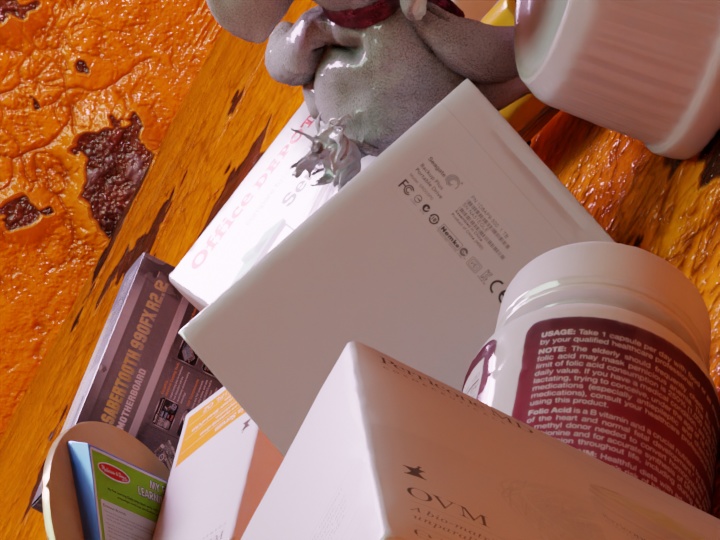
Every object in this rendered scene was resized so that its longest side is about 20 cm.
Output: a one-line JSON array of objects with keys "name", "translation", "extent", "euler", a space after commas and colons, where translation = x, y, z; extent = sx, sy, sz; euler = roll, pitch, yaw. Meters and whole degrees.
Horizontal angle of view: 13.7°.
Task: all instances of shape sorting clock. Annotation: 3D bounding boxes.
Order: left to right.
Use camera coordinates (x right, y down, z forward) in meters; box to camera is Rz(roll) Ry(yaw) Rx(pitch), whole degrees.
[{"name": "shape sorting clock", "translation": [-0.147, 0.193, 1.959], "extent": [0.039, 0.200, 0.201], "euler": [-23, 30, 25]}]

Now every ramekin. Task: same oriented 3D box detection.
[{"name": "ramekin", "translation": [0.144, -0.164, 1.533], "extent": [0.202, 0.094, 0.204], "euler": [-170, 90, -81]}]

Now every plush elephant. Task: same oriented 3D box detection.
[{"name": "plush elephant", "translation": [0.008, -0.151, 1.616], "extent": [0.200, 0.164, 0.156], "euler": [-44, -47, -56]}]

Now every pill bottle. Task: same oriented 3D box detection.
[{"name": "pill bottle", "translation": [0.093, 0.088, 1.259], "extent": [0.114, 0.114, 0.201], "euler": [-54, 14, 40]}]

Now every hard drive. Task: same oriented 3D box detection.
[{"name": "hard drive", "translation": [0.024, 0.016, 1.539], "extent": [0.200, 0.132, 0.027], "euler": [-41, -12, -3]}]

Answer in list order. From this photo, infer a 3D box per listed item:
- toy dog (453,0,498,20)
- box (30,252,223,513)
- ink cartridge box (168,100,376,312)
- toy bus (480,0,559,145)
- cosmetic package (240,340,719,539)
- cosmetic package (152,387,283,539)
[{"name": "toy dog", "translation": [0.103, -0.251, 2.021], "extent": [0.200, 0.139, 0.195], "euler": [-87, -10, -61]}, {"name": "box", "translation": [-0.123, 0.110, 2.107], "extent": [0.048, 0.158, 0.201], "euler": [-46, 21, 58]}, {"name": "ink cartridge box", "translation": [0.000, 0.000, 1.658], "extent": [0.146, 0.084, 0.200], "euler": [-52, 34, -5]}, {"name": "toy bus", "translation": [0.086, -0.111, 1.805], "extent": [0.078, 0.065, 0.200], "euler": [-35, -6, -33]}, {"name": "cosmetic package", "translation": [0.062, 0.144, 1.050], "extent": [0.123, 0.198, 0.200], "euler": [-61, 11, 12]}, {"name": "cosmetic package", "translation": [-0.076, 0.153, 1.957], "extent": [0.101, 0.071, 0.201], "euler": [-38, 23, 30]}]
